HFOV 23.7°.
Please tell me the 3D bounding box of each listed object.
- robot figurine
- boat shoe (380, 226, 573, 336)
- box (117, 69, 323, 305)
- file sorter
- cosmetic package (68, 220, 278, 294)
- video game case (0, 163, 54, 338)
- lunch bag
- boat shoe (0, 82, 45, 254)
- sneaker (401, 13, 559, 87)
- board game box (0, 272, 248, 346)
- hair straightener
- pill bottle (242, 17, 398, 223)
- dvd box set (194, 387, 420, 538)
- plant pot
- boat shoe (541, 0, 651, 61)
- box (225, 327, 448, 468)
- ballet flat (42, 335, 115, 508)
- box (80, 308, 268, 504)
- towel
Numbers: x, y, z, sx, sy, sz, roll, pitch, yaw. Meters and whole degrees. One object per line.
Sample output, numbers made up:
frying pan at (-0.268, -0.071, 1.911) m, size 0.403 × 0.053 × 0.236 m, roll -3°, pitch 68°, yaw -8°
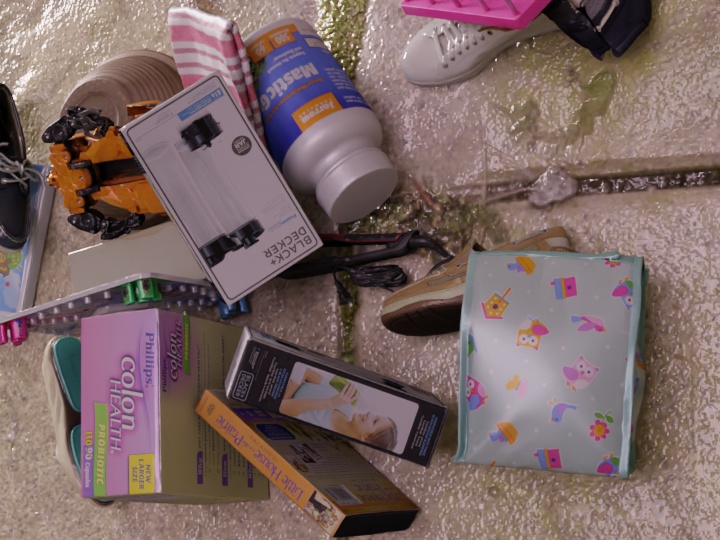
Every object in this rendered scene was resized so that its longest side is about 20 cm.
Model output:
robot figurine at (-0.235, -0.108, 1.769) m, size 0.198 × 0.058 × 0.146 m, roll -5°, pitch 109°, yaw 26°
boat shoe at (0.112, 0.007, 1.660) m, size 0.198 × 0.072 × 0.077 m, roll -14°, pitch 64°, yaw 15°
box at (-0.136, -0.080, 1.672) m, size 0.116 × 0.060 × 0.201 m, roll -31°, pitch 99°, yaw -8°
file sorter at (0.109, -0.326, 1.610) m, size 0.139 × 0.126 × 0.200 m, roll -46°, pitch 30°, yaw -14°
cosmetic package at (-0.195, -0.006, 1.801) m, size 0.199 × 0.103 × 0.074 m, roll -15°, pitch 79°, yaw 24°
video game case at (-0.443, -0.030, 1.988) m, size 0.181 × 0.022 × 0.202 m, roll 8°, pitch 85°, yaw 29°
lunch bag at (0.174, 0.080, 1.560) m, size 0.169 × 0.122 × 0.202 m, roll 3°, pitch 88°, yaw 13°
boat shoe at (-0.400, -0.117, 1.928) m, size 0.062 × 0.075 × 0.201 m, roll -31°, pitch 58°, yaw 32°
sneaker at (0.115, -0.246, 1.687) m, size 0.199 × 0.084 × 0.073 m, roll -25°, pitch 72°, yaw 24°
board game box at (-0.242, 0.048, 1.762) m, size 0.199 × 0.200 × 0.026 m, roll -16°, pitch 77°, yaw 25°
hair straightener at (0.000, 0.000, 1.738) m, size 0.198 × 0.041 × 0.078 m, roll -1°, pitch 81°, yaw 24°
pill bottle at (-0.047, -0.150, 1.741) m, size 0.112 × 0.112 × 0.201 m, roll -42°, pitch 64°, yaw 16°
dvd box set at (-0.051, 0.184, 1.666) m, size 0.200 × 0.146 × 0.030 m, roll 39°, pitch 105°, yaw 27°
plant pot at (-0.265, -0.149, 1.872) m, size 0.199 × 0.093 × 0.203 m, roll -5°, pitch 80°, yaw 29°
boat shoe at (0.251, -0.292, 1.636) m, size 0.201 × 0.093 × 0.075 m, roll -55°, pitch 25°, yaw -17°
box at (-0.025, 0.119, 1.622) m, size 0.199 × 0.117 × 0.061 m, roll 20°, pitch 91°, yaw -5°
ballet flat at (-0.308, 0.169, 1.863) m, size 0.069 × 0.069 × 0.201 m, roll -24°, pitch 69°, yaw 23°
box at (-0.183, 0.141, 1.715) m, size 0.096 × 0.200 × 0.178 m, roll -7°, pitch 79°, yaw 27°
towel at (-0.145, -0.168, 1.759) m, size 0.146 × 0.030 × 0.202 m, roll 22°, pitch 129°, yaw 57°
